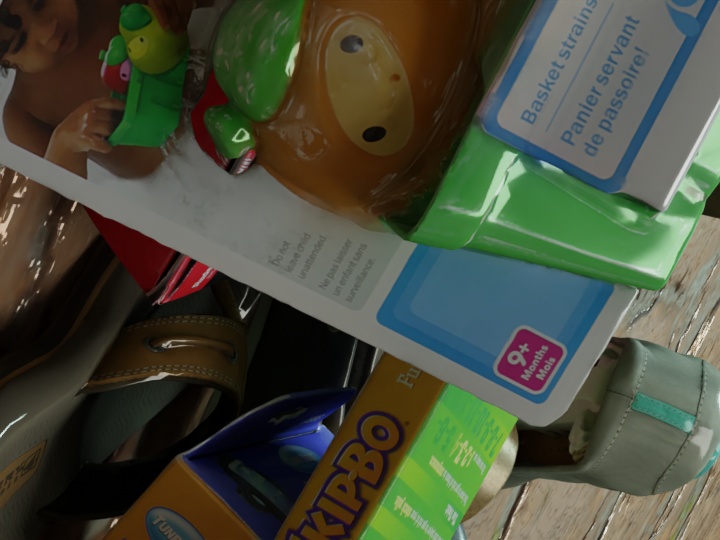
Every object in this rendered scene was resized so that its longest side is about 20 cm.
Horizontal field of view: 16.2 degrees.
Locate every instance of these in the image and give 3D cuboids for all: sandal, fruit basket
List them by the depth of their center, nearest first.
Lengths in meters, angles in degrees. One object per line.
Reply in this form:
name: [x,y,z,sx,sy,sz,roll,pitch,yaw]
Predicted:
fruit basket: [0.002,-0.084,0.548,0.185,0.200,0.094,-62,-161,4]
sandal: [-0.066,0.037,0.721,0.200,0.055,0.082,-45,155,-55]

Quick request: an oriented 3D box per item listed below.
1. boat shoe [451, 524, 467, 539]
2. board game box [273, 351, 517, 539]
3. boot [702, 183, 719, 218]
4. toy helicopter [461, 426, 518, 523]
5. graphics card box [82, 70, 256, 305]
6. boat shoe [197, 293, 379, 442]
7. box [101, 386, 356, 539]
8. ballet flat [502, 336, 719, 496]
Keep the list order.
boat shoe: [0.025,0.138,0.923,0.073,0.200,0.062,-23,159,21]
board game box: [0.016,0.055,0.732,0.200,0.030,0.096,-62,163,-24]
boot: [0.108,-0.061,0.842,0.200,0.074,0.076,-151,-109,-73]
toy helicopter: [-0.018,0.123,0.871,0.079,0.132,0.200,38,88,-30]
graphics card box: [0.024,-0.070,0.714,0.200,0.051,0.126,-21,155,-42]
boat shoe: [0.000,0.000,0.826,0.067,0.057,0.200,-12,123,-76]
box: [-0.068,0.116,0.756,0.200,0.041,0.119,-46,167,14]
ballet flat: [0.061,0.047,0.954,0.200,0.064,0.067,-4,-114,62]
